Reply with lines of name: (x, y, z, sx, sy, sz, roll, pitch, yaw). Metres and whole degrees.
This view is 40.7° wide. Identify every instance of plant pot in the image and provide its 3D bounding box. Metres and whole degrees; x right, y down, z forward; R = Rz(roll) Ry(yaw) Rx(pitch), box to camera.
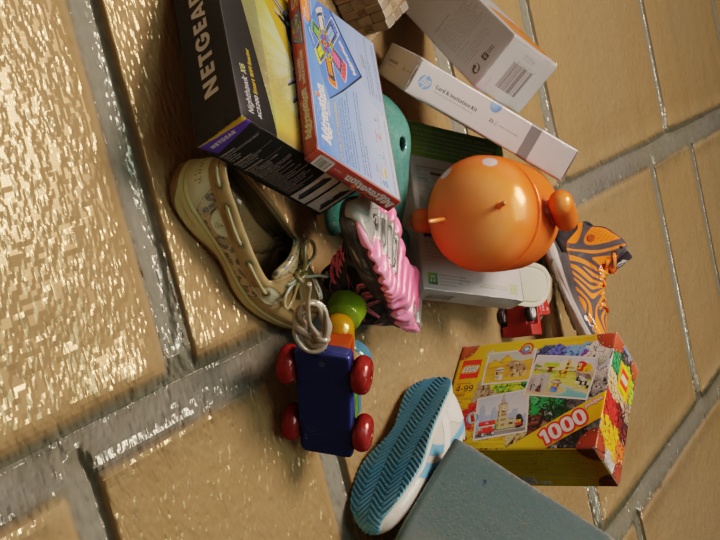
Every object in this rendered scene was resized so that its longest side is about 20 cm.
plant pot: (0.119, 0.331, 0.938, 0.200, 0.195, 0.197, -46, 144, -22)

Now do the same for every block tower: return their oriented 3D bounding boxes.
block tower: (-0.016, -0.344, 1.028, 0.054, 0.057, 0.202, -53, 126, -44)

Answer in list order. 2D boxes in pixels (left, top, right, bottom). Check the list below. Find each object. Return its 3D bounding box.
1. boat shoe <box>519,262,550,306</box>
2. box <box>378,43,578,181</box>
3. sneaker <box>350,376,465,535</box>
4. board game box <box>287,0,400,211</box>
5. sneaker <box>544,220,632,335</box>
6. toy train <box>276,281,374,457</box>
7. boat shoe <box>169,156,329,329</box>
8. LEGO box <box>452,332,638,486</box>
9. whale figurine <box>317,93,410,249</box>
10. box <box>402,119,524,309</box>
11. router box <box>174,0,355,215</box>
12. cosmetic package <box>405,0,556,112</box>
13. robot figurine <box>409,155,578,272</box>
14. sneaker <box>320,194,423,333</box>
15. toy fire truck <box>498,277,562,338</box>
boat shoe: (0.137, 0.001, 1.156, 0.197, 0.061, 0.077, 7, 88, -32)
box: (0.122, -0.174, 1.052, 0.197, 0.156, 0.042, 26, 102, -16)
sneaker: (0.059, 0.201, 1.002, 0.200, 0.075, 0.082, -51, 125, -44)
board game box: (-0.016, -0.154, 0.860, 0.102, 0.019, 0.203, 29, 40, -39)
sneaker: (0.328, 0.017, 1.330, 0.078, 0.110, 0.203, 58, 13, -67)
toy train: (-0.022, 0.058, 0.868, 0.117, 0.083, 0.203, -70, 163, -51)
boat shoe: (-0.086, -0.019, 0.854, 0.200, 0.062, 0.074, 49, 47, -37)
LEGO box: (0.200, 0.159, 1.101, 0.077, 0.197, 0.151, 50, 45, -35)
whale figurine: (0.013, -0.087, 0.973, 0.160, 0.102, 0.202, -54, 129, -45)
box: (0.109, -0.062, 1.097, 0.142, 0.036, 0.204, 8, 68, -31)
router box: (-0.083, -0.168, 0.846, 0.156, 0.052, 0.203, 26, 43, -50)
cosmetic package: (0.121, -0.278, 1.100, 0.101, 0.071, 0.201, 15, 33, -51)
robot figurine: (0.138, -0.058, 0.988, 0.118, 0.143, 0.199, -60, 160, 14)
sneaker: (0.000, 0.000, 0.924, 0.201, 0.093, 0.080, 65, 30, -54)
toy fire truck: (0.235, 0.039, 1.304, 0.140, 0.048, 0.204, 2, 81, -55)
